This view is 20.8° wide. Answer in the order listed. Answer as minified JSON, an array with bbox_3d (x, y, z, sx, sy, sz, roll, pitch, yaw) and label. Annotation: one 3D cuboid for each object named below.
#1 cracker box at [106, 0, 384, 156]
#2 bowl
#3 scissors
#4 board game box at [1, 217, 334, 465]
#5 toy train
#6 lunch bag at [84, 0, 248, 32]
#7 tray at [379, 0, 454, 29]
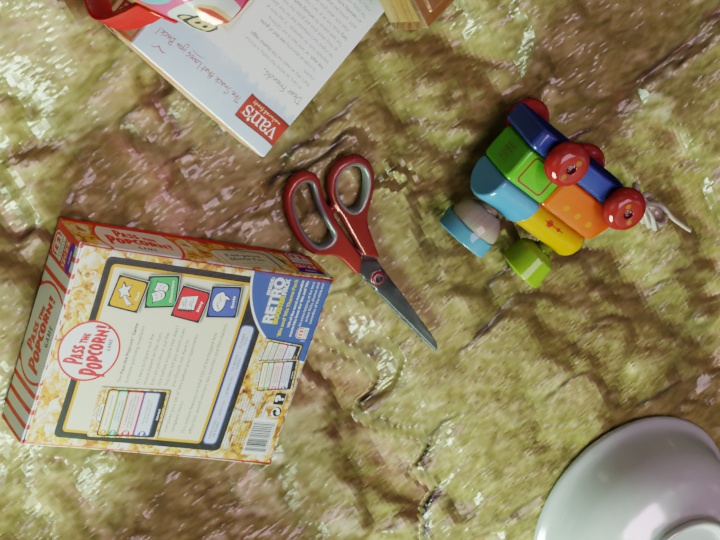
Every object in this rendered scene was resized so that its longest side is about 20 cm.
[{"bbox_3d":[-0.054,-0.194,1.285,0.200,0.058,0.134,-50,128,-1],"label":"cracker box"},{"bbox_3d":[0.250,0.232,1.652,0.200,0.090,0.202,-13,119,-24],"label":"bowl"},{"bbox_3d":[0.000,0.000,1.443,0.073,0.014,0.201,-33,127,-15],"label":"scissors"},{"bbox_3d":[-0.133,0.053,1.368,0.199,0.046,0.152,9,109,-33],"label":"board game box"},{"bbox_3d":[0.157,-0.032,1.479,0.116,0.085,0.200,-47,128,11],"label":"toy train"},{"bbox_3d":[-0.116,-0.226,1.147,0.082,0.200,0.177,21,101,-40],"label":"lunch bag"},{"bbox_3d":[0.070,-0.256,1.287,0.200,0.037,0.099,-49,124,-31],"label":"tray"}]
